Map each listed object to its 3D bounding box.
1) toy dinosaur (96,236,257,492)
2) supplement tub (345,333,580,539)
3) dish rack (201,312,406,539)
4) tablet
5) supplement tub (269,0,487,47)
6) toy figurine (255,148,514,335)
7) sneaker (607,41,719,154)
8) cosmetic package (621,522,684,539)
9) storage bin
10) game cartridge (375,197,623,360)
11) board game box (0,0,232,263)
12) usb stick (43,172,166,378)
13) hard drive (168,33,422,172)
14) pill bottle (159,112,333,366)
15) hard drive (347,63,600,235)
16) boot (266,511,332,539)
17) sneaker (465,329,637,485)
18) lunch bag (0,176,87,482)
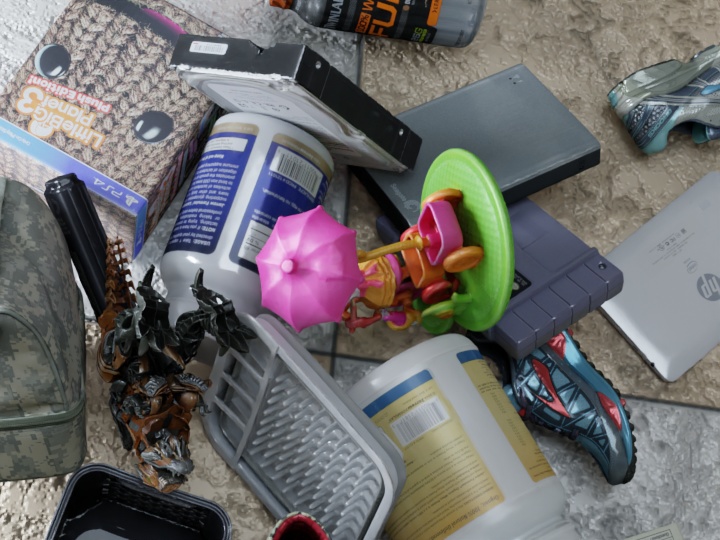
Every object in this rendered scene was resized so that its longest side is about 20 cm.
[{"bbox_3d":[-0.169,0.066,1.212,0.102,0.136,0.201,-26,78,-49],"label":"toy dinosaur"},{"bbox_3d":[0.077,0.169,1.274,0.144,0.145,0.201,-25,73,-20],"label":"supplement tub"},{"bbox_3d":[-0.042,0.137,1.245,0.043,0.172,0.200,-26,62,-36],"label":"dish rack"},{"bbox_3d":[0.313,0.002,1.469,0.200,0.014,0.130,-36,78,-22],"label":"tablet"},{"bbox_3d":[0.018,-0.284,1.477,0.198,0.123,0.123,7,65,-7],"label":"supplement tub"},{"bbox_3d":[0.000,0.000,1.262,0.183,0.200,0.151,-10,67,-23],"label":"toy figurine"},{"bbox_3d":[0.342,-0.170,1.528,0.199,0.078,0.087,-21,83,-12],"label":"sneaker"},{"bbox_3d":[0.244,0.321,1.280,0.105,0.071,0.201,-12,69,-17],"label":"cosmetic package"},{"bbox_3d":[-0.191,0.268,1.207,0.134,0.094,0.201,19,65,-2],"label":"storage bin"},{"bbox_3d":[0.119,-0.015,1.385,0.129,0.039,0.200,-29,50,-25],"label":"game cartridge"},{"bbox_3d":[-0.218,-0.140,1.380,0.159,0.097,0.201,28,64,2],"label":"board game box"},{"bbox_3d":[-0.210,0.016,1.292,0.032,0.055,0.201,-26,102,-21],"label":"usb stick"},{"bbox_3d":[-0.053,-0.141,1.336,0.139,0.200,0.038,11,79,34],"label":"hard drive"},{"bbox_3d":[-0.105,-0.023,1.336,0.115,0.116,0.201,20,71,-2],"label":"pill bottle"},{"bbox_3d":[0.099,-0.109,1.432,0.199,0.033,0.140,-24,49,-16],"label":"hard drive"},{"bbox_3d":[-0.062,0.293,1.186,0.073,0.154,0.205,7,65,-8],"label":"boot"},{"bbox_3d":[0.162,0.114,1.363,0.095,0.079,0.200,-27,64,-15],"label":"sneaker"},{"bbox_3d":[-0.283,0.042,1.213,0.138,0.169,0.200,-1,35,-9],"label":"lunch bag"}]
